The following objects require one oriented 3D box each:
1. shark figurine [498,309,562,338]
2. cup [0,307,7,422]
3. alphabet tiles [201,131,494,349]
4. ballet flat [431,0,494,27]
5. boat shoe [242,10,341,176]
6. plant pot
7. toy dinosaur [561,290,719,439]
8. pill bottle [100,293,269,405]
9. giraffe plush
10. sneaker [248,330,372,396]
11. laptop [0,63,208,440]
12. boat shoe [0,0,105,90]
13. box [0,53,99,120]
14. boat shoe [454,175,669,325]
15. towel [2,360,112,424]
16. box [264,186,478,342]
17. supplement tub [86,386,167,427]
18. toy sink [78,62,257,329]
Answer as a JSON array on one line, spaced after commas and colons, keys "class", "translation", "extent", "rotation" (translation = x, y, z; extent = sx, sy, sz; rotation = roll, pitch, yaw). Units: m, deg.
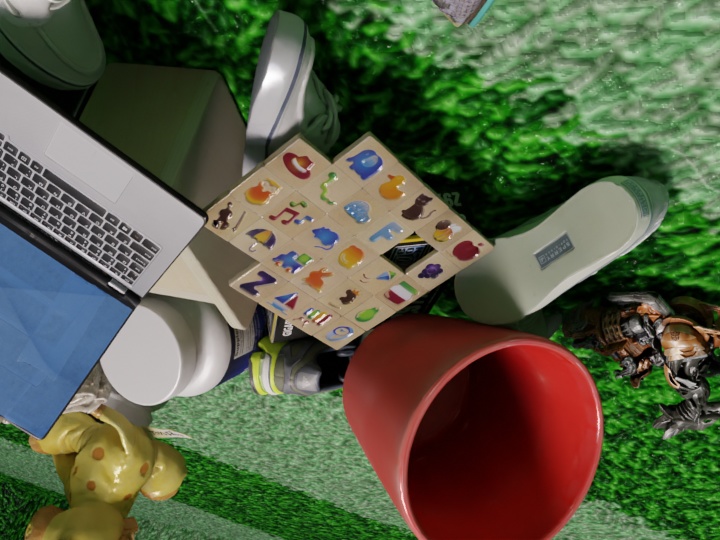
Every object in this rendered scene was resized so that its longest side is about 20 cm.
[{"class": "shark figurine", "translation": [0.159, 0.073, 0.842], "extent": [0.128, 0.089, 0.215], "rotation": [45, 151, 20]}, {"class": "cup", "translation": [-0.347, 0.053, 0.730], "extent": [0.198, 0.202, 0.143], "rotation": [10, -176, 14]}, {"class": "alphabet tiles", "translation": [-0.018, -0.019, 0.634], "extent": [0.167, 0.008, 0.200], "rotation": [-34, 135, 22]}, {"class": "ballet flat", "translation": [0.079, -0.191, 0.392], "extent": [0.072, 0.073, 0.200], "rotation": [25, 151, -16]}, {"class": "boat shoe", "translation": [-0.045, -0.112, 0.606], "extent": [0.065, 0.074, 0.200], "rotation": [11, 164, -7]}, {"class": "plant pot", "translation": [0.081, 0.129, 0.747], "extent": [0.200, 0.201, 0.177], "rotation": [32, 177, -28]}, {"class": "toy dinosaur", "translation": [0.283, 0.071, 0.751], "extent": [0.199, 0.102, 0.136], "rotation": [19, 146, 49]}, {"class": "pill bottle", "translation": [-0.155, 0.056, 0.835], "extent": [0.115, 0.117, 0.200], "rotation": [3, -168, 26]}, {"class": "giraffe plush", "translation": [-0.263, 0.236, 0.842], "extent": [0.172, 0.163, 0.199], "rotation": [35, 149, -33]}, {"class": "sneaker", "translation": [-0.025, 0.088, 0.873], "extent": [0.080, 0.200, 0.075], "rotation": [11, 110, 31]}, {"class": "laptop", "translation": [-0.241, -0.008, 0.581], "extent": [0.187, 0.116, 0.200], "rotation": [36, 137, -15]}, {"class": "boat shoe", "translation": [-0.219, -0.193, 0.550], "extent": [0.065, 0.074, 0.200], "rotation": [7, 153, 27]}, {"class": "box", "translation": [-0.324, -0.101, 0.730], "extent": [0.198, 0.124, 0.199], "rotation": [16, 153, -1]}, {"class": "boat shoe", "translation": [0.157, -0.013, 0.666], "extent": [0.071, 0.071, 0.200], "rotation": [-13, 165, -39]}, {"class": "towel", "translation": [-0.292, 0.049, 0.835], "extent": [0.131, 0.202, 0.035], "rotation": [-10, 148, 19]}, {"class": "box", "translation": [0.000, 0.000, 0.750], "extent": [0.158, 0.050, 0.200], "rotation": [-8, 157, -14]}, {"class": "supplement tub", "translation": [-0.256, 0.066, 0.923], "extent": [0.143, 0.201, 0.145], "rotation": [13, 153, 7]}, {"class": "toy sink", "translation": [-0.155, -0.055, 0.714], "extent": [0.111, 0.131, 0.200], "rotation": [8, 153, 17]}]
